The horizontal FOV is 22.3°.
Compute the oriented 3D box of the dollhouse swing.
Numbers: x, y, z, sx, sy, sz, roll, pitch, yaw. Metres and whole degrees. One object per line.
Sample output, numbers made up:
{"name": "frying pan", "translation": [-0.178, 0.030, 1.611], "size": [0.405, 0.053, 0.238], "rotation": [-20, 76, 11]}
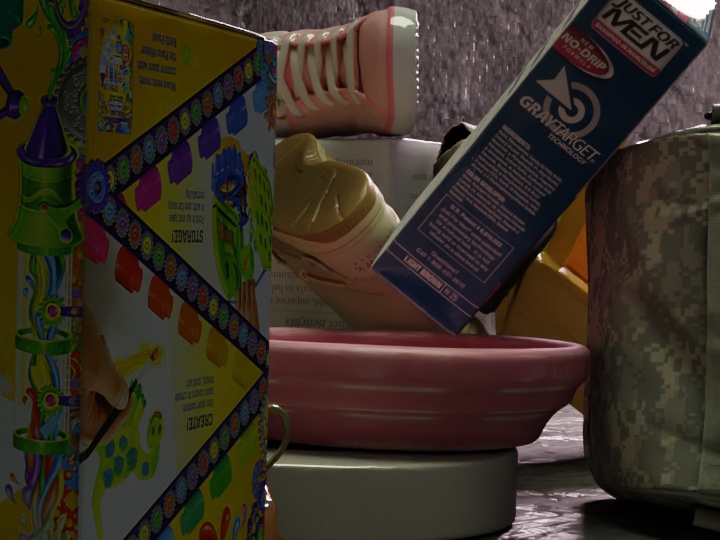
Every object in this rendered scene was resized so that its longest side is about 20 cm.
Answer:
{"name": "dollhouse swing", "translation": [0.179, -0.026, 1.196], "size": [0.181, 0.176, 0.200], "rotation": [36, 21, -11]}

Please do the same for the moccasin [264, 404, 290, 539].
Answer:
{"name": "moccasin", "translation": [-0.067, 0.084, 0.710], "size": [0.077, 0.074, 0.201], "rotation": [11, -4, -12]}

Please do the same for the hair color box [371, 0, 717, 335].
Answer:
{"name": "hair color box", "translation": [0.095, -0.069, 0.937], "size": [0.060, 0.200, 0.100], "rotation": [38, 24, -2]}

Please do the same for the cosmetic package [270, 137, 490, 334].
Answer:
{"name": "cosmetic package", "translation": [-0.014, 0.013, 1.244], "size": [0.164, 0.202, 0.165], "rotation": [2, 2, 28]}

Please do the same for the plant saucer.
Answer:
{"name": "plant saucer", "translation": [0.014, 0.058, 0.911], "size": [0.199, 0.051, 0.201], "rotation": [2, 0, 0]}

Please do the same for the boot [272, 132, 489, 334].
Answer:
{"name": "boot", "translation": [0.000, 0.000, 1.094], "size": [0.073, 0.156, 0.200], "rotation": [-43, 23, -9]}

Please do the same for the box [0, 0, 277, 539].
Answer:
{"name": "box", "translation": [-0.139, 0.023, 0.530], "size": [0.199, 0.194, 0.122], "rotation": [3, 1, 20]}

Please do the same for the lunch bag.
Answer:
{"name": "lunch bag", "translation": [0.180, 0.028, 0.922], "size": [0.138, 0.201, 0.168], "rotation": [2, -4, 10]}

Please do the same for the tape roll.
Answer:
{"name": "tape roll", "translation": [-0.022, 0.100, 0.897], "size": [0.201, 0.037, 0.203], "rotation": [1, 1, 0]}

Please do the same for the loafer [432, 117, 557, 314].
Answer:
{"name": "loafer", "translation": [0.069, -0.037, 1.117], "size": [0.071, 0.073, 0.200], "rotation": [33, 17, -11]}

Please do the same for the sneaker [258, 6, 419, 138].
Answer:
{"name": "sneaker", "translation": [-0.022, -0.122, 1.173], "size": [0.104, 0.076, 0.200], "rotation": [0, -2, -9]}
